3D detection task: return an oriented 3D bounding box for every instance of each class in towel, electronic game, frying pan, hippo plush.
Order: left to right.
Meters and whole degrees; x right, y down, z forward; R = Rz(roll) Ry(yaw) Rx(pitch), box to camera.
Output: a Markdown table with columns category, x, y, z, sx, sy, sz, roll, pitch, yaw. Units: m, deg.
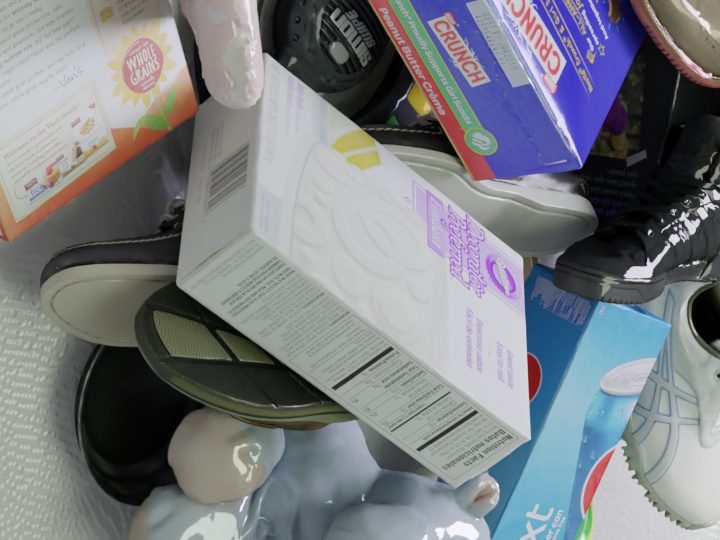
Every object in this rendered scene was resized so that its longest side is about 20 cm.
| category | x | y | z | sx | sy | sz | roll | pitch | yaw |
| --- | --- | --- | --- | --- | --- | --- | --- | --- | --- |
| frying pan | -0.116 | 0.035 | 1.352 | 0.115 | 0.031 | 0.190 | -25 | 118 | -41 |
| towel | -0.084 | -0.201 | 1.192 | 0.032 | 0.191 | 0.200 | -12 | 118 | -9 |
| hippo plush | -0.016 | 0.149 | 1.378 | 0.200 | 0.161 | 0.159 | -30 | 147 | -55 |
| electronic game | -0.013 | -0.136 | 1.386 | 0.200 | 0.042 | 0.200 | -21 | 120 | -41 |

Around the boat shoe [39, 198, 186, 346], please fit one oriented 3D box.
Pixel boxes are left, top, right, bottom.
| category | x | y | z | sx | sy | sz | roll | pitch | yaw |
| --- | --- | --- | --- | --- | --- | --- | --- | --- | --- |
| boat shoe | -0.089 | -0.003 | 1.322 | 0.200 | 0.073 | 0.063 | 2 | 59 | -42 |

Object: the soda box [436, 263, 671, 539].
| category | x | y | z | sx | sy | sz | roll | pitch | yaw |
| --- | --- | --- | --- | --- | --- | --- | --- | --- | --- |
| soda box | 0.103 | 0.103 | 1.488 | 0.068 | 0.064 | 0.200 | 19 | 98 | -41 |

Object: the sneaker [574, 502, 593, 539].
| category | x | y | z | sx | sy | sz | roll | pitch | yaw |
| --- | --- | --- | --- | --- | --- | --- | --- | --- | --- |
| sneaker | 0.119 | 0.112 | 1.602 | 0.084 | 0.074 | 0.200 | 47 | 59 | -41 |

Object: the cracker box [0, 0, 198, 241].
| category | x | y | z | sx | sy | sz | roll | pitch | yaw |
| --- | --- | --- | --- | --- | --- | --- | --- | --- | --- |
| cracker box | -0.164 | -0.134 | 1.218 | 0.134 | 0.058 | 0.200 | -37 | 130 | -32 |

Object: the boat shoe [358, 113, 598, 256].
| category | x | y | z | sx | sy | sz | roll | pitch | yaw |
| --- | --- | --- | --- | --- | --- | --- | --- | --- | --- |
| boat shoe | 0.052 | -0.056 | 1.429 | 0.200 | 0.060 | 0.074 | 8 | 143 | -38 |

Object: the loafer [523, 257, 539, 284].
| category | x | y | z | sx | sy | sz | roll | pitch | yaw |
| --- | --- | --- | --- | --- | --- | --- | --- | --- | --- |
| loafer | 0.085 | 0.038 | 1.536 | 0.076 | 0.067 | 0.200 | -19 | 118 | -41 |

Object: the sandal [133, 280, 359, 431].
| category | x | y | z | sx | sy | sz | roll | pitch | yaw |
| --- | --- | --- | --- | --- | --- | --- | --- | --- | --- |
| sandal | -0.042 | 0.055 | 1.304 | 0.057 | 0.080 | 0.201 | -37 | 151 | 28 |

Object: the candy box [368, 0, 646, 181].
| category | x | y | z | sx | sy | sz | roll | pitch | yaw |
| --- | --- | --- | --- | --- | --- | --- | --- | --- | --- |
| candy box | 0.087 | -0.175 | 1.385 | 0.169 | 0.077 | 0.200 | 59 | 39 | -28 |

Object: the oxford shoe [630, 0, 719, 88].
| category | x | y | z | sx | sy | sz | roll | pitch | yaw |
| --- | --- | --- | --- | --- | --- | --- | --- | --- | --- |
| oxford shoe | 0.227 | -0.140 | 1.433 | 0.200 | 0.075 | 0.071 | 23 | 51 | -41 |

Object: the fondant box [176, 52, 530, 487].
| category | x | y | z | sx | sy | sz | roll | pitch | yaw |
| --- | --- | --- | --- | --- | --- | --- | --- | --- | --- |
| fondant box | 0.000 | 0.000 | 1.305 | 0.200 | 0.058 | 0.144 | 38 | 32 | -28 |

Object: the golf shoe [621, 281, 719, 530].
| category | x | y | z | sx | sy | sz | roll | pitch | yaw |
| --- | --- | --- | --- | --- | --- | --- | --- | --- | --- |
| golf shoe | 0.210 | 0.075 | 1.576 | 0.078 | 0.097 | 0.200 | -44 | 122 | -46 |

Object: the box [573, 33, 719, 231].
| category | x | y | z | sx | sy | sz | roll | pitch | yaw |
| --- | --- | --- | --- | --- | --- | --- | --- | --- | --- |
| box | 0.191 | -0.122 | 1.557 | 0.122 | 0.106 | 0.200 | -4 | 109 | -45 |

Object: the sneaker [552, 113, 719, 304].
| category | x | y | z | sx | sy | sz | roll | pitch | yaw |
| --- | --- | --- | --- | --- | --- | --- | --- | --- | --- |
| sneaker | 0.185 | -0.045 | 1.465 | 0.200 | 0.060 | 0.104 | -10 | 114 | -47 |
